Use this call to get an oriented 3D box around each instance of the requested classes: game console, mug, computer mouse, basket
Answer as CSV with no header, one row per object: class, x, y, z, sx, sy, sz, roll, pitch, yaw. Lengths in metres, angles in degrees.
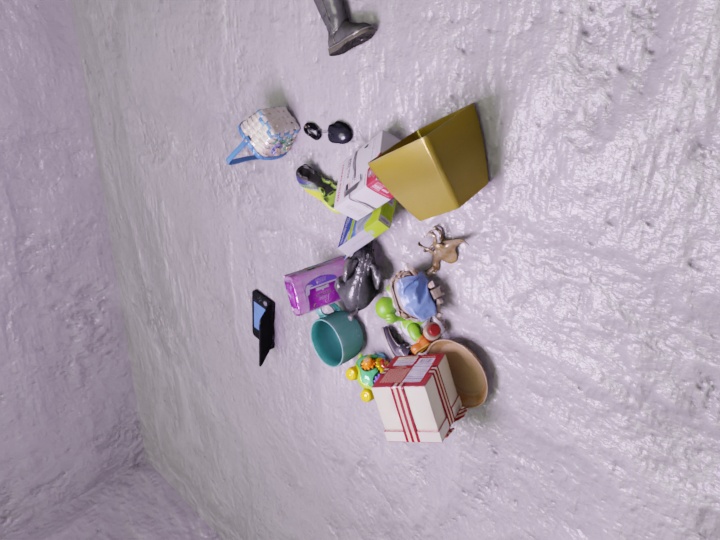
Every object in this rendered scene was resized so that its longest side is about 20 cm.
game console,-0.365,0.202,2.406,0.175,0.115,0.203,31,129,35
mug,-0.062,0.187,2.052,0.151,0.113,0.188,29,127,38
computer mouse,-0.098,-0.383,1.878,0.198,0.034,0.060,16,121,44
basket,-0.288,-0.381,1.986,0.199,0.176,0.140,-33,87,39

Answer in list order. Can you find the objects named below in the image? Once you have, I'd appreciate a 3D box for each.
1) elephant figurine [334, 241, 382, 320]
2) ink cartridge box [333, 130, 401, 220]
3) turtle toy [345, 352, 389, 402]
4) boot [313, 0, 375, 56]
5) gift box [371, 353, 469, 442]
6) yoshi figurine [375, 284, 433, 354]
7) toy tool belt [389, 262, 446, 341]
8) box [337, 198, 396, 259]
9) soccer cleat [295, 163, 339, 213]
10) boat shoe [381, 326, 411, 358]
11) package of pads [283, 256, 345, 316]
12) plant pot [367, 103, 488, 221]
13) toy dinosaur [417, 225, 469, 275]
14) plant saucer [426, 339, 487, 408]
elephant figurine,0.000,0.000,1.867,0.155,0.140,0.202,47,141,30
ink cartridge box,0.023,-0.237,1.720,0.199,0.082,0.149,-28,47,51
turtle toy,0.059,0.320,1.977,0.101,0.145,0.201,-45,73,26
boot,-0.051,-0.654,1.677,0.180,0.072,0.204,-6,97,48
gift box,0.162,0.331,1.754,0.182,0.200,0.190,-5,110,36
yoshi figurine,0.110,0.138,1.840,0.202,0.111,0.113,58,147,15
toy tool belt,0.156,0.082,1.731,0.202,0.124,0.123,60,163,7
box,0.012,-0.123,1.796,0.047,0.123,0.199,34,139,-23
soccer cleat,-0.110,-0.230,1.961,0.200,0.065,0.084,43,165,21
boat shoe,0.125,0.239,1.924,0.062,0.073,0.202,-31,75,8
package of pads,-0.118,0.045,1.979,0.075,0.198,0.123,10,117,59
plant pot,0.173,-0.230,1.530,0.199,0.199,0.178,-15,108,51
toy dinosaur,0.206,-0.062,1.685,0.101,0.058,0.200,45,147,2
plant saucer,0.258,0.263,1.774,0.199,0.035,0.203,27,132,35
